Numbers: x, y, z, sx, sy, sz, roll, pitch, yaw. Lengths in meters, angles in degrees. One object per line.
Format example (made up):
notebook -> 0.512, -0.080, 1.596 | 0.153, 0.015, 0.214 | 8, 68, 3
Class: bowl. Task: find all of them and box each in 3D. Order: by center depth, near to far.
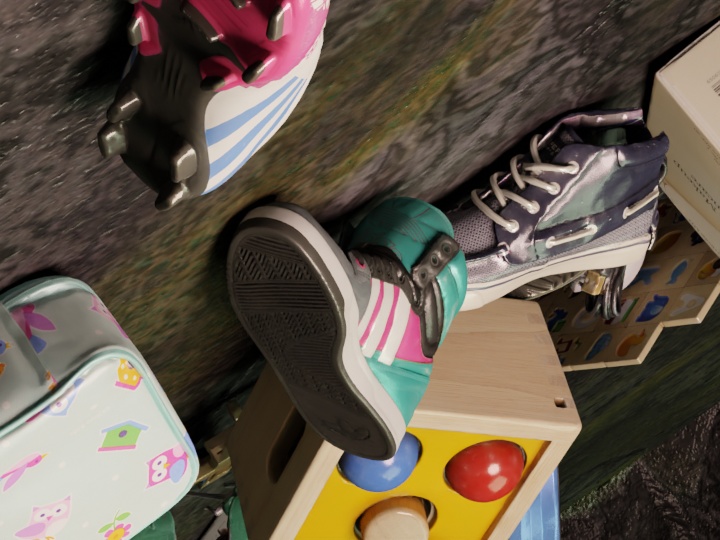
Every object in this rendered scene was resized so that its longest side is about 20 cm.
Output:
bowl -> 0.124, 0.130, 1.892 | 0.039, 0.202, 0.201 | -3, 168, 3

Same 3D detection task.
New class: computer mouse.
computer mouse -> 0.171, -0.020, 1.709 | 0.200, 0.044, 0.110 | 42, 62, -88

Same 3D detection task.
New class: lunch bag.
lunch bag -> -0.182, 0.104, 1.228 | 0.199, 0.077, 0.161 | -34, 147, -5

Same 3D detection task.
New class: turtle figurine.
turtle figurine -> -0.121, 0.204, 1.782 | 0.149, 0.101, 0.200 | -26, 172, -18

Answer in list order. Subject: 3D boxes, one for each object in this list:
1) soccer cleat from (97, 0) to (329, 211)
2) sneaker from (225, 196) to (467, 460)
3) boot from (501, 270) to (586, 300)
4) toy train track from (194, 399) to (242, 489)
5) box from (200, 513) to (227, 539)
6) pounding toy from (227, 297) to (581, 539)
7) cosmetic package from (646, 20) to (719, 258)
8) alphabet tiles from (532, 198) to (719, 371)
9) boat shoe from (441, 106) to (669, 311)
soccer cleat -> -0.044, -0.096, 0.961 | 0.086, 0.070, 0.200 | -44, 177, -28
sneaker -> 0.000, 0.000, 1.387 | 0.121, 0.083, 0.200 | -63, 150, -29
boot -> 0.073, 0.024, 1.680 | 0.181, 0.073, 0.200 | -19, 161, 1
toy train track -> -0.099, 0.119, 1.715 | 0.114, 0.033, 0.200 | -31, 175, -11
box -> -0.072, 0.215, 2.031 | 0.049, 0.083, 0.200 | -28, 167, -27
pounding toy -> 0.032, 0.130, 1.568 | 0.183, 0.143, 0.201 | 7, 134, -24
cosmetic package -> 0.235, -0.079, 1.608 | 0.073, 0.104, 0.200 | -38, 167, -6
alphabet tiles -> 0.185, 0.008, 1.774 | 0.199, 0.006, 0.167 | -10, -143, 52
boat shoe -> 0.092, -0.042, 1.517 | 0.199, 0.075, 0.093 | -15, 133, -29
